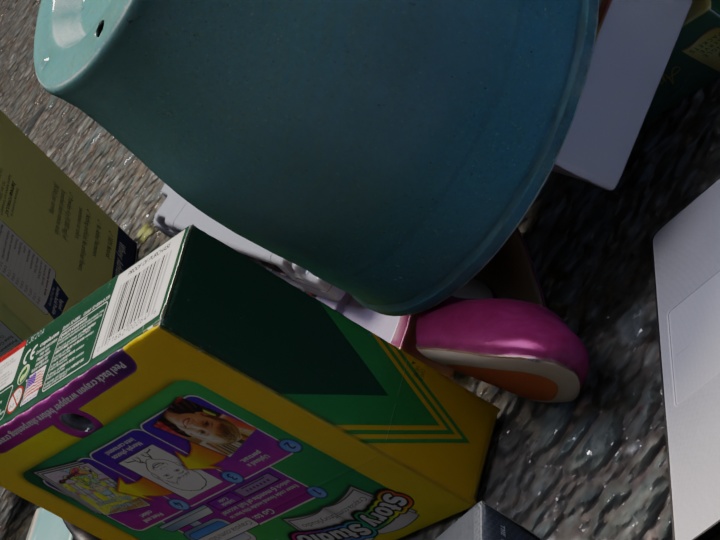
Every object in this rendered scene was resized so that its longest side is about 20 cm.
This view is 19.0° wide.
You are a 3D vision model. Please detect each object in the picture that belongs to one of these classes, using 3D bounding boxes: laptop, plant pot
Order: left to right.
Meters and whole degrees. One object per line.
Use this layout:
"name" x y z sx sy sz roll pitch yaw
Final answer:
"plant pot" -0.032 -0.104 0.933 0.200 0.188 0.200 -43 35 42
"laptop" 0.143 -0.038 0.786 0.200 0.116 0.187 -43 25 32

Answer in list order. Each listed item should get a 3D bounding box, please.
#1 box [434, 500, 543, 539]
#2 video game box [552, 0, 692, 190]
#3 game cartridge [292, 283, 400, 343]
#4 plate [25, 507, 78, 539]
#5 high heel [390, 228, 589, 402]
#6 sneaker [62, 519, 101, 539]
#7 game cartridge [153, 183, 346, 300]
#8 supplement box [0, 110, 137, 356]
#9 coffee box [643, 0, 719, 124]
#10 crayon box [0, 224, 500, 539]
"box" 0.013 0.206 0.810 0.158 0.051 0.200 -45 23 28
"video game box" 0.094 -0.149 0.994 0.182 0.047 0.200 24 92 65
"game cartridge" 0.000 0.000 1.127 0.130 0.038 0.200 -7 52 45
"plate" -0.191 0.201 1.204 0.200 0.026 0.200 -160 90 -83
"high heel" 0.066 0.004 0.963 0.200 0.067 0.096 177 115 -79
"sneaker" -0.122 0.103 1.142 0.200 0.078 0.075 -102 32 -43
"game cartridge" -0.030 -0.060 1.166 0.133 0.042 0.200 -52 30 -11
"supplement box" -0.273 0.006 1.471 0.134 0.200 0.200 -33 29 20
"coffee box" 0.139 -0.168 1.026 0.123 0.044 0.200 -30 46 47
"crayon box" -0.066 0.076 0.995 0.200 0.172 0.058 -31 36 48
